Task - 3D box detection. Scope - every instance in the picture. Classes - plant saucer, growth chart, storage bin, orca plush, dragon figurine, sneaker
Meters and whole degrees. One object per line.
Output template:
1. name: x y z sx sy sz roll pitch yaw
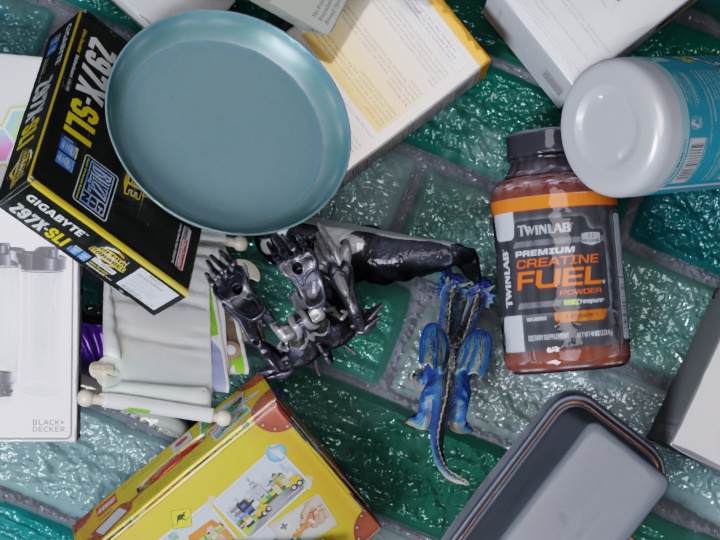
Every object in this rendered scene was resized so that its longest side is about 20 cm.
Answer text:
1. plant saucer: -0.105 -0.113 1.425 0.200 0.027 0.200 9 62 -17
2. growth chart: -0.150 0.038 1.463 0.145 0.018 0.200 15 51 -19
3. storage bin: 0.171 0.211 1.476 0.146 0.134 0.200 38 88 0
4. orca plush: 0.000 0.000 1.496 0.200 0.105 0.071 8 97 10
5. dragon figurine: 0.074 0.079 1.477 0.059 0.200 0.100 11 125 1
6. sneaker: -0.213 0.055 1.508 0.200 0.070 0.100 29 83 -6

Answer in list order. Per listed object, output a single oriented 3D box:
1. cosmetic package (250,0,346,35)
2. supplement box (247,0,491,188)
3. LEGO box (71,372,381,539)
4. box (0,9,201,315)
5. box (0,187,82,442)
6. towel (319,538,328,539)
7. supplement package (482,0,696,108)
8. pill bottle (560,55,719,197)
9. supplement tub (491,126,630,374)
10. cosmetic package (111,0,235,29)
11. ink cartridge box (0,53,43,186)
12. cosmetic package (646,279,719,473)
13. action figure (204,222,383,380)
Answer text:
1. cosmetic package: -0.094 -0.275 1.413 0.200 0.071 0.105 25 92 -22
2. supplement box: -0.007 -0.157 1.515 0.200 0.074 0.126 -37 87 -3
3. LEGO box: -0.109 0.208 1.474 0.200 0.077 0.149 -39 109 -2
4. box: -0.191 -0.087 1.425 0.160 0.200 0.049 37 130 -28
5. box: -0.277 0.035 1.433 0.116 0.060 0.200 -1 89 -4
6. towel: -0.117 0.309 1.444 0.200 0.035 0.193 -3 108 -16
7. supplement package: 0.215 -0.244 1.506 0.200 0.114 0.110 -38 88 -2
8. pill bottle: 0.265 -0.119 1.470 0.200 0.111 0.111 -6 87 -41
9. supplement tub: 0.163 -0.016 1.499 0.107 0.107 0.200 -5 87 -2
10. cosmetic package: -0.130 -0.289 1.492 0.200 0.085 0.108 -49 130 -3
11. ink cartridge box: -0.248 -0.101 1.505 0.200 0.076 0.148 4 87 0
12. cosmetic package: 0.321 0.071 1.501 0.090 0.107 0.200 28 85 -1
13. action figure: -0.052 0.020 1.421 0.119 0.200 0.102 -24 71 3
